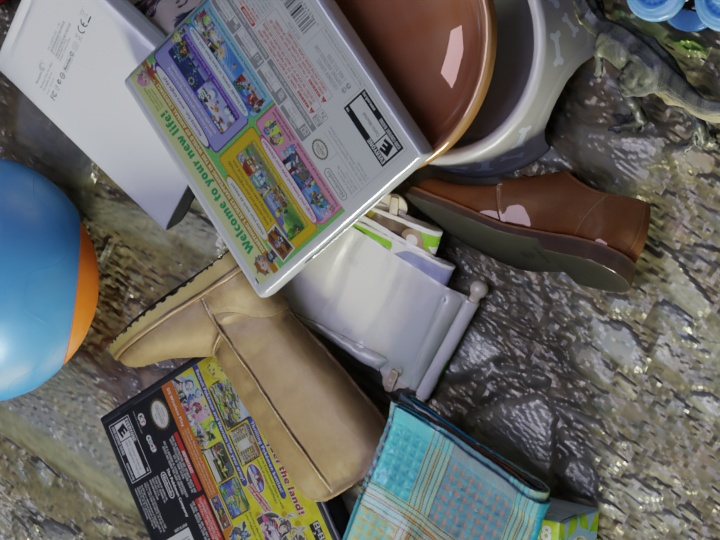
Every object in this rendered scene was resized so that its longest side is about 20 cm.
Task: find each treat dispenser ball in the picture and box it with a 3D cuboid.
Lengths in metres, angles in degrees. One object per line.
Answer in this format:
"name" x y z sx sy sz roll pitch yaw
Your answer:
"treat dispenser ball" -0.314 0.008 1.732 0.200 0.200 0.203 4 97 34

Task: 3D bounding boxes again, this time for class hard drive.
"hard drive" -0.192 -0.144 1.653 0.200 0.026 0.132 43 131 12

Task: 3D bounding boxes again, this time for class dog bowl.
"dog bowl" 0.071 -0.167 1.540 0.199 0.059 0.202 4 97 33

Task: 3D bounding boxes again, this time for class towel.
"towel" 0.048 0.211 1.536 0.146 0.022 0.201 31 110 30

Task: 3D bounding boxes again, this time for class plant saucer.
"plant saucer" 0.016 -0.168 1.520 0.199 0.037 0.202 3 96 33

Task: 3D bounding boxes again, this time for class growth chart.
"growth chart" 0.000 0.000 1.597 0.200 0.018 0.145 37 115 9

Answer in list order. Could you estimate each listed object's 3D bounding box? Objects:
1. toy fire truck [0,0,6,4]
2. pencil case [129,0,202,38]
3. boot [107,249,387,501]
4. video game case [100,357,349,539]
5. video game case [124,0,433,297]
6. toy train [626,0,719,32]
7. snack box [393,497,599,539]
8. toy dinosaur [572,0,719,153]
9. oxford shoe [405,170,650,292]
"toy fire truck" -0.288 -0.324 1.752 0.199 0.112 0.169 -26 104 34
"pencil case" -0.112 -0.176 1.653 0.199 0.089 0.078 10 72 33
"boot" -0.085 0.096 1.631 0.175 0.066 0.201 -33 93 39
"video game case" -0.108 0.171 1.715 0.180 0.025 0.201 -32 76 32
"video game case" -0.063 -0.113 1.539 0.182 0.022 0.201 -40 77 30
"toy train" 0.259 -0.210 1.393 0.199 0.086 0.115 13 96 33
"snack box" 0.083 0.261 1.569 0.168 0.067 0.202 8 97 34
"toy dinosaur" 0.203 -0.124 1.442 0.200 0.047 0.089 41 156 40
"oxford shoe" 0.122 -0.042 1.525 0.199 0.071 0.072 17 74 35
